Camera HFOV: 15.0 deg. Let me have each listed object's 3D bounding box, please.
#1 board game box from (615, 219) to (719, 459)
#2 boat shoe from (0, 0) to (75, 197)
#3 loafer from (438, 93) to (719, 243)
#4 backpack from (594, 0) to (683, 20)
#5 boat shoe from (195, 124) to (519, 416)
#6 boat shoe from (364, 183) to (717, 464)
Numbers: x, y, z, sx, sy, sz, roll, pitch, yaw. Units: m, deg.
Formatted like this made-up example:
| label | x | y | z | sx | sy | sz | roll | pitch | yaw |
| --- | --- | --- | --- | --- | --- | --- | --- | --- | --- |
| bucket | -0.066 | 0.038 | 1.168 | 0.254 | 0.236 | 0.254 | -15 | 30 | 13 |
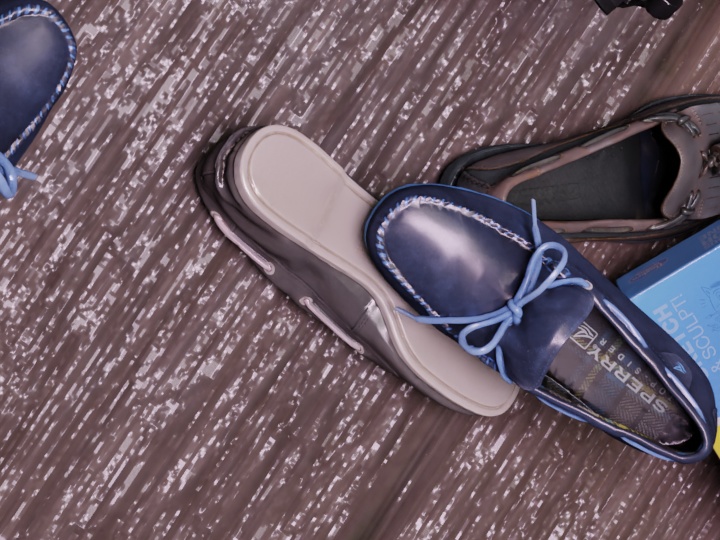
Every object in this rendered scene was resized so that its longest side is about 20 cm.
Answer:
| label | x | y | z | sx | sy | sz | roll | pitch | yaw |
| --- | --- | --- | --- | --- | --- | --- | --- | --- | --- |
| board game box | 0.243 | 0.053 | 1.379 | 0.153 | 0.040 | 0.201 | -31 | 104 | 7 |
| boat shoe | -0.198 | -0.043 | 1.248 | 0.084 | 0.069 | 0.200 | 43 | 77 | -18 |
| loafer | 0.139 | -0.045 | 1.396 | 0.199 | 0.063 | 0.072 | -13 | 98 | -21 |
| backpack | 0.069 | -0.217 | 1.324 | 0.199 | 0.126 | 0.168 | 10 | 92 | -23 |
| boat shoe | 0.000 | 0.000 | 1.354 | 0.200 | 0.057 | 0.067 | 43 | 64 | -23 |
| boat shoe | 0.094 | 0.022 | 1.309 | 0.199 | 0.069 | 0.084 | 28 | 102 | -9 |
